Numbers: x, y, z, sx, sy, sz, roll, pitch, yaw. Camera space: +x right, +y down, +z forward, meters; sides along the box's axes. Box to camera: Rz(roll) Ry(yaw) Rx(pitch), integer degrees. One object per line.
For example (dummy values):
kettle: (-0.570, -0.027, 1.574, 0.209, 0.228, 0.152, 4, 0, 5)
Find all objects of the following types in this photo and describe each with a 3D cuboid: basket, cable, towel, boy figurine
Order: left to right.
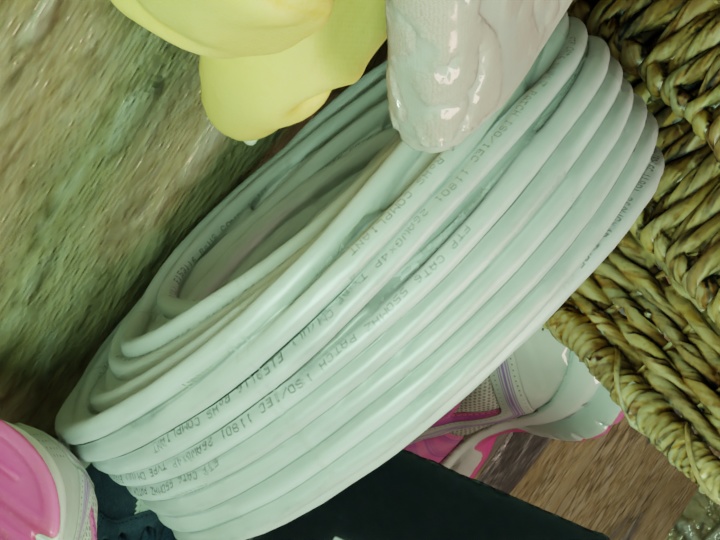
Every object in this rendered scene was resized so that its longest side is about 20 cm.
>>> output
boy figurine: (-0.013, -0.086, 0.807, 0.125, 0.064, 0.200, -61, 166, 22)
cable: (0.000, 0.000, 0.906, 0.200, 0.069, 0.200, -38, -169, 14)
towel: (0.050, -0.160, 0.764, 0.200, 0.032, 0.191, 85, 28, -44)
basket: (0.108, -0.051, 0.960, 0.149, 0.200, 0.143, -35, 141, -6)

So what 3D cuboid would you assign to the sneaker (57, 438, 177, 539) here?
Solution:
sneaker: (-0.059, 0.089, 1.021, 0.200, 0.084, 0.075, -37, 158, -54)

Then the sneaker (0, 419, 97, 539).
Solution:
sneaker: (-0.128, 0.128, 0.872, 0.200, 0.081, 0.088, -58, 165, 13)

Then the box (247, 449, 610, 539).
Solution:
box: (-0.002, 0.174, 0.971, 0.200, 0.107, 0.149, 95, 21, -55)

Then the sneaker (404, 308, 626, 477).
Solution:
sneaker: (0.021, 0.029, 1.127, 0.200, 0.088, 0.082, -31, -139, 53)
